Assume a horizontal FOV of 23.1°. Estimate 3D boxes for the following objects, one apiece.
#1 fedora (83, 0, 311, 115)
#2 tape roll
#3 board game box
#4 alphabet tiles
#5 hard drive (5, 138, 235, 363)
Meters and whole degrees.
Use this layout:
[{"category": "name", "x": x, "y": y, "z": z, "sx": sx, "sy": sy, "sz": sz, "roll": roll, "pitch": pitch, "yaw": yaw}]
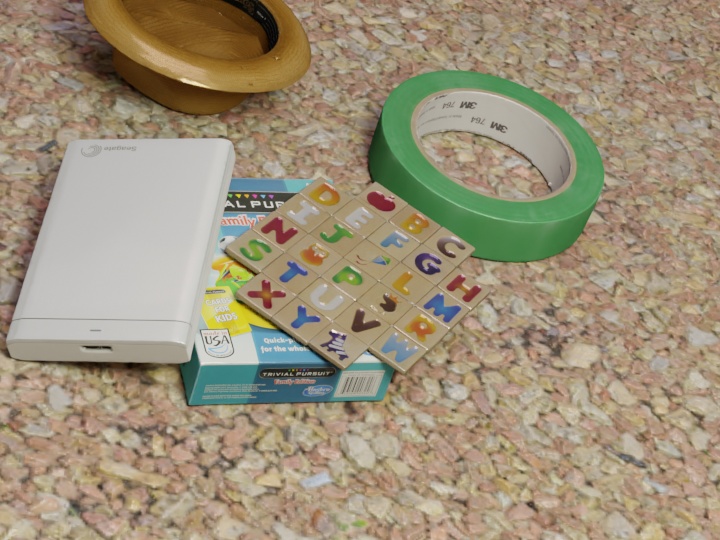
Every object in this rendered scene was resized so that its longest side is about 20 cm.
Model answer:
[{"category": "fedora", "x": -0.144, "y": -0.191, "z": 1.503, "sx": 0.200, "sy": 0.082, "sz": 0.201, "roll": 15, "pitch": 40, "yaw": -13}, {"category": "tape roll", "x": 0.108, "y": -0.093, "z": 1.519, "sx": 0.200, "sy": 0.048, "sz": 0.201, "roll": 11, "pitch": 42, "yaw": -10}, {"category": "board game box", "x": -0.073, "y": 0.011, "z": 1.337, "sx": 0.151, "sy": 0.047, "sz": 0.200, "roll": 0, "pitch": 45, "yaw": -21}, {"category": "alphabet tiles", "x": 0.000, "y": 0.000, "z": 1.337, "sx": 0.166, "sy": 0.006, "sz": 0.200, "roll": 34, "pitch": 40, "yaw": 14}, {"category": "hard drive", "x": -0.172, "y": -0.019, "z": 1.297, "sx": 0.132, "sy": 0.027, "sz": 0.200, "roll": 0, "pitch": 48, "yaw": 9}]
